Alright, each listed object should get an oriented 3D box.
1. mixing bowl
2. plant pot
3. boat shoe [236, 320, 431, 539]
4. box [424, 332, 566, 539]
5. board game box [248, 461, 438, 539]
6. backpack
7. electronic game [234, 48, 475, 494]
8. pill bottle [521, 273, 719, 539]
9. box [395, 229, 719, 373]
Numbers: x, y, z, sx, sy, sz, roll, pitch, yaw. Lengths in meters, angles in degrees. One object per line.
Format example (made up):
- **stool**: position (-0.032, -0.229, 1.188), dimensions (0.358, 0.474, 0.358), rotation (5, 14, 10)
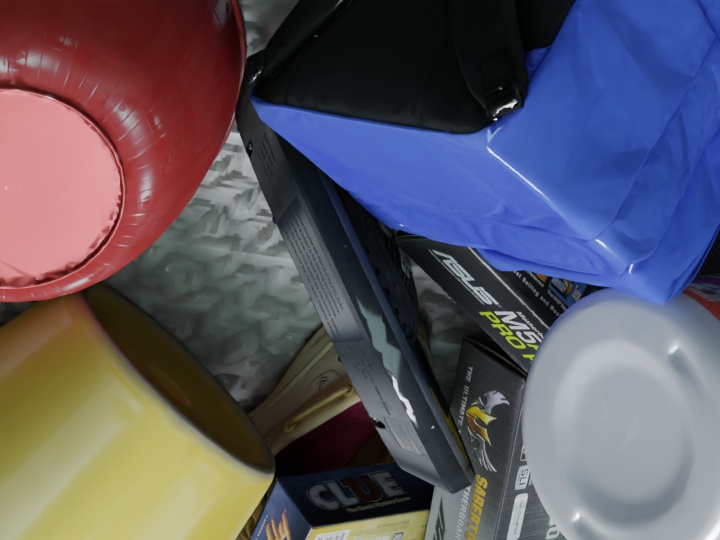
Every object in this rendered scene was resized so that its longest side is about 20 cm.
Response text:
- **mixing bowl**: position (-0.145, -0.063, 0.955), dimensions (0.199, 0.109, 0.201), rotation (-3, 124, -4)
- **plant pot**: position (-0.146, 0.114, 1.037), dimensions (0.189, 0.201, 0.201), rotation (-45, 119, 5)
- **boat shoe**: position (-0.033, 0.105, 1.105), dimensions (0.073, 0.069, 0.200), rotation (23, 119, -20)
- **box**: position (0.103, 0.121, 1.076), dimensions (0.158, 0.048, 0.201), rotation (-6, 116, -37)
- **board game box**: position (0.025, 0.149, 1.109), dimensions (0.199, 0.035, 0.136), rotation (-4, 130, -38)
- **backpack**: position (0.082, -0.103, 0.844), dimensions (0.168, 0.162, 0.201), rotation (40, 73, -41)
- **electronic game**: position (0.000, 0.000, 0.956), dimensions (0.041, 0.200, 0.201), rotation (-25, 124, 3)
- **pill bottle**: position (0.169, 0.054, 0.922), dimensions (0.199, 0.111, 0.112), rotation (-5, 134, -44)
- **box**: position (0.123, -0.017, 0.990), dimensions (0.200, 0.161, 0.044), rotation (44, 154, -29)
